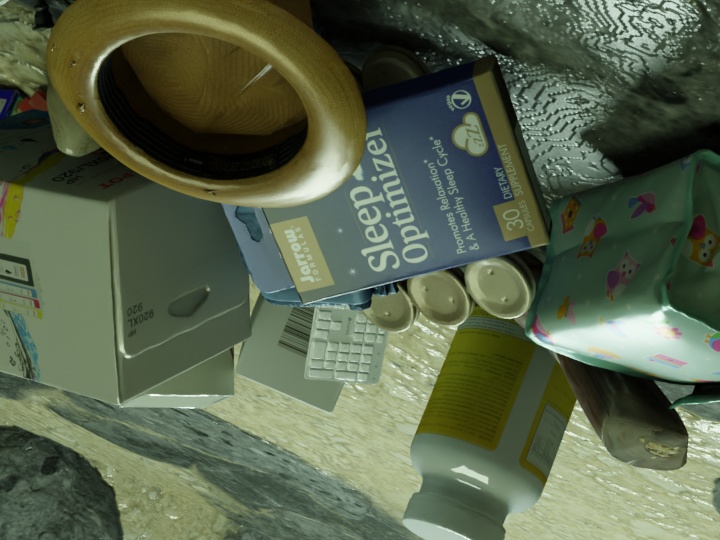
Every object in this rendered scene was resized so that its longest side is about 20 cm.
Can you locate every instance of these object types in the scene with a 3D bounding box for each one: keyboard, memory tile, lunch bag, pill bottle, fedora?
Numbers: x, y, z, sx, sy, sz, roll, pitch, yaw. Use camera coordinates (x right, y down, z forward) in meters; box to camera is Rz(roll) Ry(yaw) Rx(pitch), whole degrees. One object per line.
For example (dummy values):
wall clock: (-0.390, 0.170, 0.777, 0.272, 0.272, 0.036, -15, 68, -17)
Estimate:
keyboard: (0.000, 0.000, 1.296, 0.056, 0.011, 0.201, 2, 126, -12)
memory tile: (0.021, -0.049, 1.210, 0.153, 0.017, 0.201, -10, 115, 43)
lunch bag: (0.230, 0.020, 1.149, 0.199, 0.122, 0.170, 22, 163, -23)
pill bottle: (0.106, 0.123, 1.478, 0.112, 0.201, 0.112, 21, 163, 7)
fedora: (-0.080, -0.118, 1.056, 0.200, 0.082, 0.201, 14, 148, 9)

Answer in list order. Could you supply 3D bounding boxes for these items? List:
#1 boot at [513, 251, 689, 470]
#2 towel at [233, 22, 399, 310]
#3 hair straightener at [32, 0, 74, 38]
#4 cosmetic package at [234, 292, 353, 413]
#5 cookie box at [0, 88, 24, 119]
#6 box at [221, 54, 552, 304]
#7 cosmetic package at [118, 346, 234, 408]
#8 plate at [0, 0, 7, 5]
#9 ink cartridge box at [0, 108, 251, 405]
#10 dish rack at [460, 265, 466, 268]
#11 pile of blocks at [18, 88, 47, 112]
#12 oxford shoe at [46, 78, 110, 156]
boot: (0.191, 0.083, 1.301, 0.186, 0.064, 0.200, 26, -162, -38)
towel: (-0.049, -0.068, 1.204, 0.111, 0.049, 0.201, 3, 124, 37)
hair straightener: (-0.177, -0.180, 1.157, 0.199, 0.077, 0.041, 20, -173, -4)
cosmetic package: (-0.040, 0.033, 1.452, 0.085, 0.108, 0.200, 23, -173, -3)
cookie box: (-0.313, -0.084, 1.616, 0.171, 0.075, 0.200, 10, 159, 35)
box: (0.006, -0.049, 1.140, 0.199, 0.032, 0.122, -14, 117, 17)
cosmetic package: (-0.143, 0.002, 1.423, 0.073, 0.201, 0.103, 1, 171, -19)
plate: (-0.243, -0.228, 0.977, 0.199, 0.201, 0.026, 24, -158, -2)
ink cartridge box: (-0.195, -0.016, 1.280, 0.199, 0.145, 0.147, 12, -156, 32)
dish rack: (0.019, -0.039, 1.355, 0.200, 0.055, 0.153, 29, 163, -20)
pile of blocks: (-0.229, -0.107, 1.425, 0.062, 0.082, 0.200, 31, 162, -26)
oxford shoe: (-0.176, -0.118, 1.241, 0.070, 0.075, 0.200, 16, -170, 4)
